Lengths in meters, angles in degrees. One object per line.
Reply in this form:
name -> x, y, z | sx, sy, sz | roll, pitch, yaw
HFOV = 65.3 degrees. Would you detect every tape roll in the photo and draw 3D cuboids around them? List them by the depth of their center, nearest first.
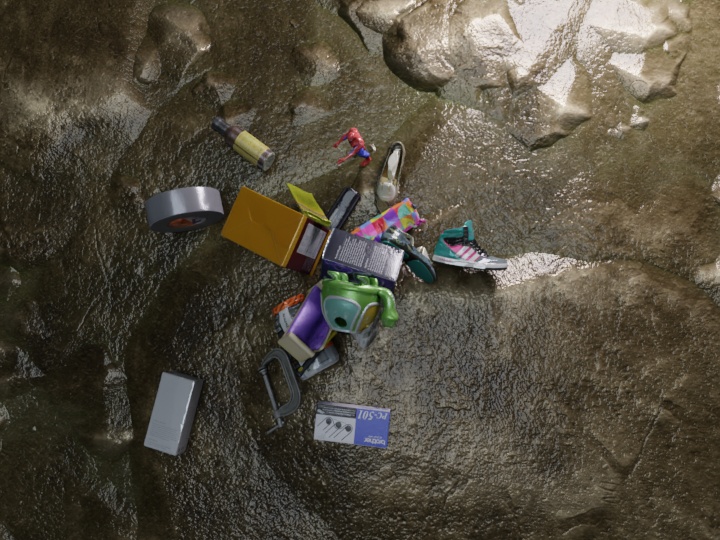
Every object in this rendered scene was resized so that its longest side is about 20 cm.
tape roll -> -0.469, -0.160, 1.502 | 0.196, 0.200, 0.068 | -15, 84, 4

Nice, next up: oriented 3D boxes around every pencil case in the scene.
pencil case -> 0.070, -0.113, 1.501 | 0.198, 0.088, 0.090 | -30, 83, 5

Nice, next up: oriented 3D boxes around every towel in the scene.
towel -> -0.138, -0.176, 1.469 | 0.085, 0.201, 0.018 | 26, 107, -31

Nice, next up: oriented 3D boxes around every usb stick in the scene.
usb stick -> -0.070, -0.138, 1.544 | 0.055, 0.033, 0.202 | 33, 89, 1

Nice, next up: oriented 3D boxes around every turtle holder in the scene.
turtle holder -> -0.007, 0.079, 1.320 | 0.181, 0.141, 0.135 | 10, 89, -8

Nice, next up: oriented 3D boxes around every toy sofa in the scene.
toy sofa -> -0.113, 0.118, 1.385 | 0.083, 0.201, 0.097 | 42, 135, -15

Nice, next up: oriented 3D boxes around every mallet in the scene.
mallet -> -0.102, 0.186, 1.405 | 0.065, 0.042, 0.200 | 20, 52, 41

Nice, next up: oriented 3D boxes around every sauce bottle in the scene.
sauce bottle -> -0.330, -0.359, 1.572 | 0.199, 0.065, 0.065 | 38, 90, 7

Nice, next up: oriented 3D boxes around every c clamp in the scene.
c clamp -> -0.227, 0.317, 1.498 | 0.169, 0.027, 0.204 | -29, 71, 36

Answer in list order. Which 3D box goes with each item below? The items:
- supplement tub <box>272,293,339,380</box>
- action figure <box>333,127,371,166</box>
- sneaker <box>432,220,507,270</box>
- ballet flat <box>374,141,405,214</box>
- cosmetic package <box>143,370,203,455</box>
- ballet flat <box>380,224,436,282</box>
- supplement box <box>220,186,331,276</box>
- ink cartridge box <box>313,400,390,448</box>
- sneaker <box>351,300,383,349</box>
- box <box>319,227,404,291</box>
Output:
supplement tub -> -0.148, 0.174, 1.481 | 0.121, 0.123, 0.203 | -29, 83, 3
action figure -> -0.030, -0.311, 1.468 | 0.098, 0.200, 0.066 | -31, 82, 2
sneaker -> 0.294, -0.069, 1.478 | 0.195, 0.084, 0.124 | 9, 96, 8
ballet flat -> 0.078, -0.253, 1.515 | 0.066, 0.075, 0.204 | 13, 87, 4
cosmetic package -> -0.506, 0.384, 1.527 | 0.100, 0.074, 0.204 | 15, 85, 7
ballet flat -> 0.136, -0.048, 1.470 | 0.199, 0.074, 0.075 | 40, 89, -28
supplement box -> -0.212, -0.097, 1.452 | 0.195, 0.200, 0.135 | 26, 90, 19
ink cartridge box -> -0.022, 0.406, 1.487 | 0.195, 0.044, 0.096 | 6, 88, 6
sneaker -> 0.002, 0.118, 1.448 | 0.098, 0.202, 0.078 | 33, 47, 16
box -> 0.000, 0.000, 1.449 | 0.196, 0.149, 0.106 | 16, 55, 5
